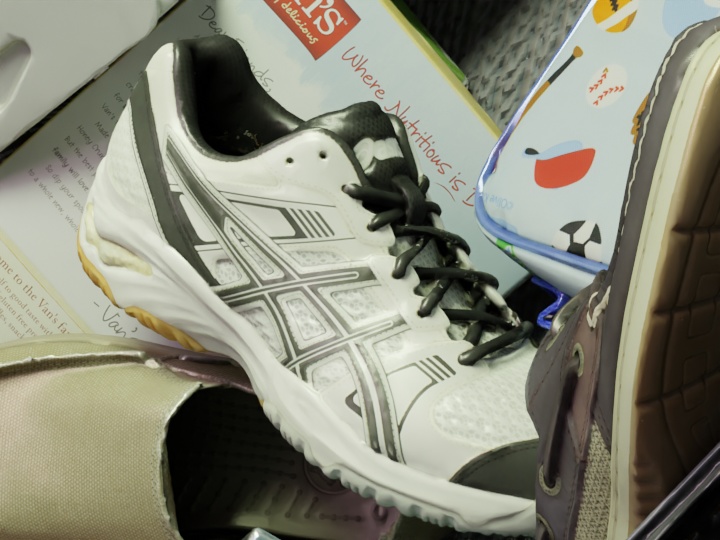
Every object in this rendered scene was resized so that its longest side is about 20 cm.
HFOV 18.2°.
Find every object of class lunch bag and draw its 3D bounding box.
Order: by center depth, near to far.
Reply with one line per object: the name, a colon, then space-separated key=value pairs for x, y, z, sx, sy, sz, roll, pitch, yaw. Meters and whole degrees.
lunch bag: x=0.125 y=-0.036 z=0.635 sx=0.200 sy=0.075 sz=0.161 roll=22 pitch=79 yaw=57

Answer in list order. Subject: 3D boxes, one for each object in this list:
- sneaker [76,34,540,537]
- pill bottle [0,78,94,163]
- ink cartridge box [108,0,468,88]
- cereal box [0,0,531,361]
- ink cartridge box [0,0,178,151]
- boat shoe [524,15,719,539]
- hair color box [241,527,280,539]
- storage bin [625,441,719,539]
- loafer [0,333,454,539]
sneaker: x=0.000 y=0.000 z=0.647 sx=0.199 sy=0.076 sz=0.088 roll=31 pitch=116 yaw=24
pill bottle: x=-0.121 y=-0.008 z=0.879 sx=0.114 sy=0.114 sz=0.200 roll=-50 pitch=32 yaw=4
ink cartridge box: x=-0.003 y=-0.120 z=0.877 sx=0.200 sy=0.076 sz=0.148 roll=-45 pitch=32 yaw=9
cereal box: x=-0.047 y=-0.002 z=0.744 sx=0.200 sy=0.144 sz=0.040 roll=-40 pitch=-4 yaw=5
ink cartridge box: x=-0.111 y=-0.116 z=0.797 sx=0.146 sy=0.084 sz=0.200 roll=-36 pitch=13 yaw=24
boat shoe: x=0.073 y=0.030 z=0.553 sx=0.065 sy=0.072 sz=0.201 roll=30 pitch=128 yaw=46
hair color box: x=-0.037 y=0.135 z=0.600 sx=0.099 sy=0.060 sz=0.200 roll=-62 pitch=2 yaw=-16
storage bin: x=0.115 y=0.112 z=0.484 sx=0.200 sy=0.094 sz=0.135 roll=-48 pitch=33 yaw=8
loafer: x=-0.063 y=0.057 z=0.691 sx=0.199 sy=0.068 sz=0.076 roll=-3 pitch=91 yaw=7
